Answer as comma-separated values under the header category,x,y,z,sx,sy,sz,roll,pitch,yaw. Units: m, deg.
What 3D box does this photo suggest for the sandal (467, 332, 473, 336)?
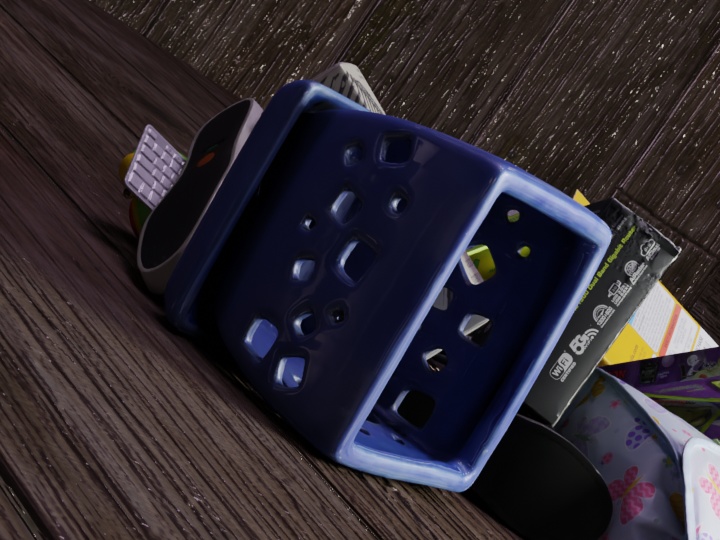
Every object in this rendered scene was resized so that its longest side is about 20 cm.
category,x,y,z,sx,sy,sz,roll,pitch,yaw
sandal,0.059,0.026,1.891,0.211,0.078,0.070,15,-21,26

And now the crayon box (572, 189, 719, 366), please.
category,x,y,z,sx,sy,sz,roll,pitch,yaw
crayon box,0.202,0.051,1.826,0.200,0.051,0.126,47,41,-17

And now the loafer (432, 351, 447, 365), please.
category,x,y,z,sx,sy,sz,roll,pitch,yaw
loafer,0.000,0.000,1.681,0.201,0.070,0.068,54,39,-20

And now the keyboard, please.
category,x,y,z,sx,sy,sz,roll,pitch,yaw
keyboard,-0.089,-0.016,1.581,0.200,0.011,0.056,45,38,-29

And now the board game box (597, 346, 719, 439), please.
category,x,y,z,sx,sy,sz,roll,pitch,yaw
board game box,0.249,0.092,1.687,0.199,0.032,0.120,-12,-32,36

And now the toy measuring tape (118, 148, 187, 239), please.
category,x,y,z,sx,sy,sz,roll,pitch,yaw
toy measuring tape,-0.105,-0.026,1.643,0.074,0.074,0.200,39,3,43

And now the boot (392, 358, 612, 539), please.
category,x,y,z,sx,sy,sz,roll,pitch,yaw
boot,0.085,0.110,1.601,0.199,0.069,0.174,33,5,0

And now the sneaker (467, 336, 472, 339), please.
category,x,y,z,sx,sy,sz,roll,pitch,yaw
sneaker,0.088,0.079,1.862,0.077,0.076,0.200,31,1,-18

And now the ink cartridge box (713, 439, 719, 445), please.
category,x,y,z,sx,sy,sz,roll,pitch,yaw
ink cartridge box,0.202,0.119,1.966,0.145,0.048,0.200,-15,-55,38

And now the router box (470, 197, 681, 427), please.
category,x,y,z,sx,sy,sz,roll,pitch,yaw
router box,0.141,0.029,1.637,0.062,0.150,0.200,38,-4,-3

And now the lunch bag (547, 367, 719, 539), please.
category,x,y,z,sx,sy,sz,roll,pitch,yaw
lunch bag,0.231,0.180,1.599,0.169,0.127,0.200,34,11,-31

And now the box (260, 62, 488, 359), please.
category,x,y,z,sx,sy,sz,roll,pitch,yaw
box,0.015,-0.039,1.565,0.201,0.068,0.082,59,9,0

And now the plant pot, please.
category,x,y,z,sx,sy,sz,roll,pitch,yaw
plant pot,0.009,0.003,1.421,0.179,0.201,0.200,31,3,28

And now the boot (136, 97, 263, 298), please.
category,x,y,z,sx,sy,sz,roll,pitch,yaw
boot,-0.069,-0.009,1.533,0.145,0.072,0.200,55,30,-20

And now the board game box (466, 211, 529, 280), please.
category,x,y,z,sx,sy,sz,roll,pitch,yaw
board game box,0.037,-0.008,1.812,0.199,0.048,0.102,-20,37,-27
